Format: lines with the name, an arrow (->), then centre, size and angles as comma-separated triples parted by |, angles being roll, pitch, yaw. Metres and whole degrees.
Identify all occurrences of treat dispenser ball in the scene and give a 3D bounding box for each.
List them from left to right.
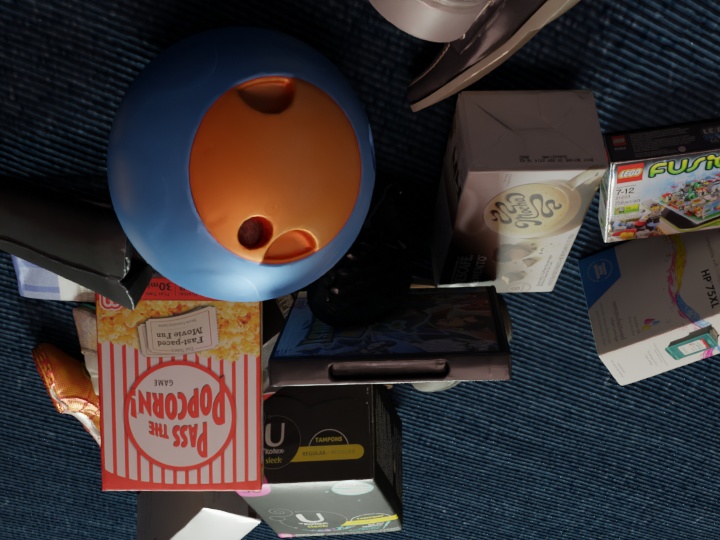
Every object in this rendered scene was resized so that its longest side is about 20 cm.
treat dispenser ball -> -0.087, -0.078, 0.866 | 0.198, 0.203, 0.202 | -3, 142, -2

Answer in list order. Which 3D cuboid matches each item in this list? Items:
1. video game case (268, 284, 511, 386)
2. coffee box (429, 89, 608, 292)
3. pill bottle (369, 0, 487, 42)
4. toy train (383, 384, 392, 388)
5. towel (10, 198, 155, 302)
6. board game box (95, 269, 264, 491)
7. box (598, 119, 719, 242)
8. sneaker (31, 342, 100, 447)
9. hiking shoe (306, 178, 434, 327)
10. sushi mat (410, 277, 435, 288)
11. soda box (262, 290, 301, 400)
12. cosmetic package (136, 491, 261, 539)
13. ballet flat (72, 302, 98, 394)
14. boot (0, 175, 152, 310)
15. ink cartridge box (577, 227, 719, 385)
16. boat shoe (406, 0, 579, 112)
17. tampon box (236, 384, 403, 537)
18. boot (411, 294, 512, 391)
video game case -> 0.026, 0.049, 0.944 | 0.178, 0.200, 0.026 | -2, 103, 4
coffee box -> 0.125, -0.061, 0.987 | 0.111, 0.081, 0.201 | -1, 151, -6
pill bottle -> 0.078, -0.248, 0.738 | 0.113, 0.115, 0.200 | 13, 139, -22
toy train -> -0.052, 0.100, 1.234 | 0.197, 0.034, 0.046 | 9, 144, -17
towel -> -0.223, -0.016, 1.077 | 0.197, 0.024, 0.148 | 3, 144, -6
board game box -> -0.164, 0.101, 1.076 | 0.149, 0.046, 0.203 | 0, 101, -1
box -> 0.314, -0.084, 1.037 | 0.197, 0.035, 0.111 | -8, 142, 4
sneaker -> -0.279, 0.125, 1.230 | 0.077, 0.073, 0.200 | -33, 143, 0
hiking shoe -> 0.000, 0.000, 0.988 | 0.086, 0.200, 0.075 | -38, 96, 34
sushi mat -> 0.010, 0.008, 1.098 | 0.197, 0.012, 0.096 | 6, -178, -14
soda box -> -0.126, 0.097, 1.145 | 0.199, 0.064, 0.071 | -36, 136, 6
cosmetic package -> -0.195, 0.281, 1.387 | 0.080, 0.114, 0.200 | 17, 136, -26
ballet flat -> -0.231, 0.108, 1.181 | 0.067, 0.068, 0.200 | 10, 155, 37
boot -> -0.265, -0.055, 0.921 | 0.198, 0.066, 0.165 | 24, 156, 14
ink cartridge box -> 0.316, 0.016, 1.099 | 0.198, 0.117, 0.067 | -23, 139, 21
boat shoe -> 0.099, -0.192, 0.877 | 0.199, 0.073, 0.063 | -35, 90, 40
tampon box -> -0.040, 0.196, 1.247 | 0.148, 0.128, 0.200 | -5, 153, 10
boot -> 0.051, 0.074, 1.139 | 0.129, 0.069, 0.200 | -6, 161, -23
